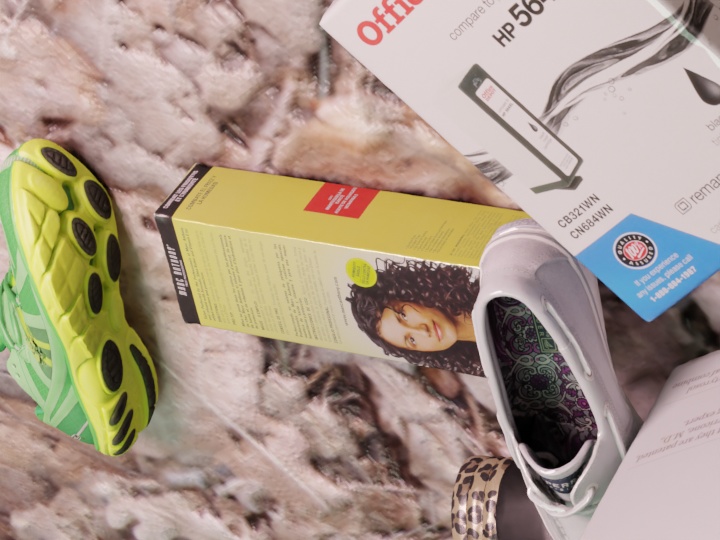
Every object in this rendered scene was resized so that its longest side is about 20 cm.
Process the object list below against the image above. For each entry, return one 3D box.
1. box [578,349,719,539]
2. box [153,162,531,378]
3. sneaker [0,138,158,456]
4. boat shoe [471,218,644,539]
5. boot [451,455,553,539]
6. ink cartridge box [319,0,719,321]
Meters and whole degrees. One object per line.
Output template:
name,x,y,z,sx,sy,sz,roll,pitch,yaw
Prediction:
box,0.232,0.140,1.253,0.199,0.172,0.199,-22,114,44
box,0.000,0.000,1.404,0.199,0.050,0.076,9,132,28
sneaker,-0.166,0.020,1.515,0.083,0.074,0.201,9,133,22
boat shoe,0.096,0.076,1.321,0.072,0.069,0.201,0,122,22
boot,0.131,0.175,1.441,0.150,0.073,0.201,-5,107,40
ink cartridge box,0.103,-0.096,1.218,0.200,0.084,0.146,40,139,-7
